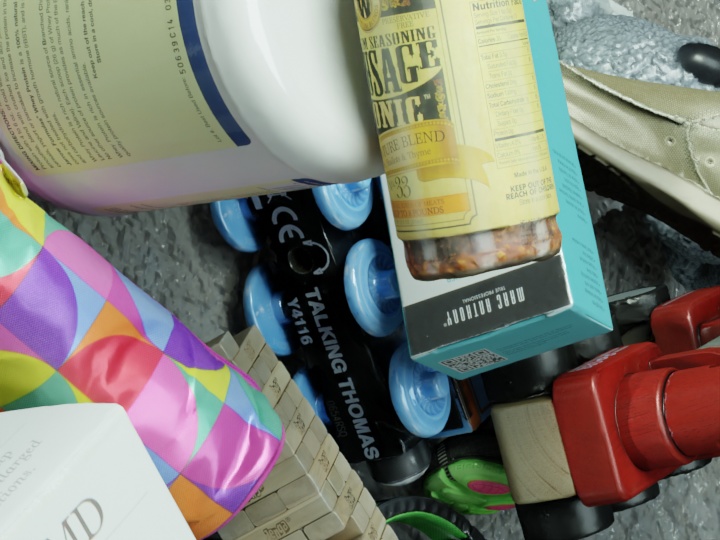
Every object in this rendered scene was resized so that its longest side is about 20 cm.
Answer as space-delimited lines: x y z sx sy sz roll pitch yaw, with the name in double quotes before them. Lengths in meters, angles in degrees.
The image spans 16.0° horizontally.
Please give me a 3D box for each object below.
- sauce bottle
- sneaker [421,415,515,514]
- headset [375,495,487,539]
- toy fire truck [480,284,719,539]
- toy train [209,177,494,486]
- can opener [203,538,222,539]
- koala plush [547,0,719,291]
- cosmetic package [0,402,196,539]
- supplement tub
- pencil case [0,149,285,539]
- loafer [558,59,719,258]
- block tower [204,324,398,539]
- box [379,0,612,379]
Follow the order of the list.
"sauce bottle" 0.029 -0.098 0.962 0.066 0.066 0.200 -15 94 -50
"sneaker" 0.085 0.072 1.318 0.200 0.077 0.084 -23 95 -58
"headset" 0.055 0.197 1.239 0.200 0.094 0.124 53 49 -23
"toy fire truck" 0.176 0.039 1.211 0.176 0.200 0.129 -19 96 -57
"toy train" 0.000 0.000 1.214 0.114 0.087 0.200 -40 113 -55
"can opener" -0.100 0.132 1.110 0.200 0.053 0.067 36 25 -43
"koala plush" 0.171 -0.076 1.391 0.200 0.184 0.178 18 62 -25
"cosmetic package" -0.145 0.179 0.950 0.165 0.165 0.200 -48 121 -43
"supplement tub" -0.074 -0.099 1.043 0.145 0.200 0.145 8 79 -49
"pencil case" -0.121 0.026 1.035 0.200 0.088 0.088 45 53 -23
"loafer" 0.149 -0.065 1.282 0.200 0.076 0.067 31 79 -6
"block tower" -0.024 0.118 1.142 0.200 0.054 0.058 57 16 -9
"box" 0.052 -0.058 1.163 0.049 0.082 0.200 26 50 -57
